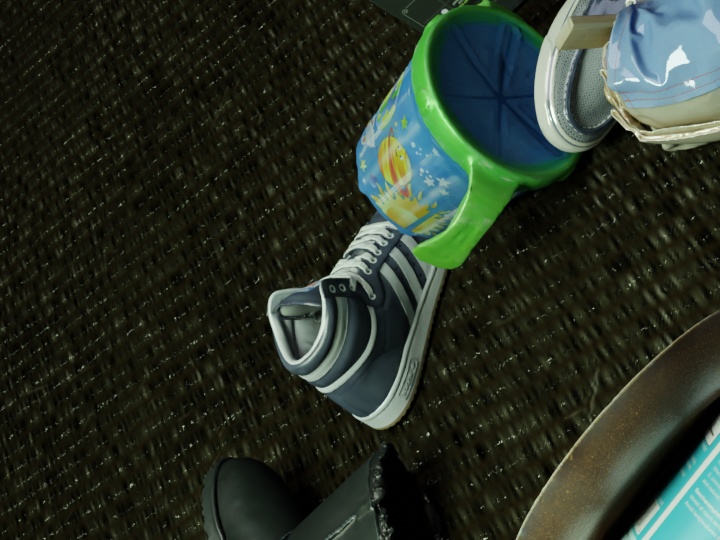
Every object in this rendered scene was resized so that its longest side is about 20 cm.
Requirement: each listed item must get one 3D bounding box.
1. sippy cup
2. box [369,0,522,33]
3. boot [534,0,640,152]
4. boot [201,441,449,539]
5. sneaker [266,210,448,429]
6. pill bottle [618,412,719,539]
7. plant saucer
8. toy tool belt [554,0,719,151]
[{"bbox_3d":[0.066,-0.091,1.480,0.178,0.140,0.130,-37,-3,-43],"label":"sippy cup"},{"bbox_3d":[0.035,-0.282,1.587,0.124,0.199,0.149,-43,37,30],"label":"box"},{"bbox_3d":[0.184,-0.173,1.408,0.090,0.072,0.202,1,67,64],"label":"boot"},{"bbox_3d":[-0.026,0.175,1.454,0.162,0.073,0.199,-44,43,31],"label":"boot"},{"bbox_3d":[0.000,0.000,1.512,0.070,0.108,0.202,-18,52,47],"label":"sneaker"},{"bbox_3d":[0.223,0.114,1.106,0.201,0.110,0.111,-53,33,14],"label":"pill bottle"},{"bbox_3d":[0.160,0.104,1.162,0.032,0.200,0.201,43,105,22],"label":"plant saucer"},{"bbox_3d":[0.223,-0.152,1.294,0.199,0.122,0.126,-26,47,43],"label":"toy tool belt"}]
